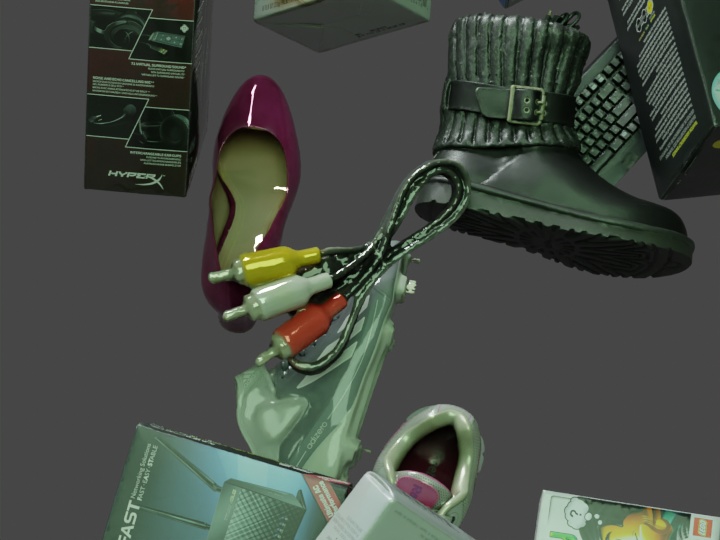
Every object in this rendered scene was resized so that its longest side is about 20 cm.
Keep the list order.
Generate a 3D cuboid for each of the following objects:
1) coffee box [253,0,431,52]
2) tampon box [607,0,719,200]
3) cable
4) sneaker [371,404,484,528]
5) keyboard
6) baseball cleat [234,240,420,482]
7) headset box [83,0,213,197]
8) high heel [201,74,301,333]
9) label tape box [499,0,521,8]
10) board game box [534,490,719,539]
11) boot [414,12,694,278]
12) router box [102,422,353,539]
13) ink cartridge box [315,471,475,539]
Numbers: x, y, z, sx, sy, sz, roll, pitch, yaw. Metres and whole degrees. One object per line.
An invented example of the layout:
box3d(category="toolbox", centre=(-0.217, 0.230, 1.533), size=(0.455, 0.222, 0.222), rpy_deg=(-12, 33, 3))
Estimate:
box3d(category="coffee box", centre=(-0.009, -0.276, 1.786), size=(0.114, 0.080, 0.201), rpy_deg=(-12, 67, 40))
box3d(category="tampon box", centre=(0.279, -0.171, 1.749), size=(0.149, 0.126, 0.201), rpy_deg=(-6, 69, -15))
box3d(category="cable", centre=(0.000, 0.000, 1.657), size=(0.200, 0.050, 0.097), rpy_deg=(-29, 90, -8))
box3d(category="sneaker", centre=(0.028, 0.172, 1.648), size=(0.081, 0.088, 0.201), rpy_deg=(17, 70, 5))
box3d(category="keyboard", centre=(0.154, -0.119, 1.796), size=(0.127, 0.021, 0.200), rpy_deg=(40, 73, 13))
box3d(category="baseball cleat", centre=(-0.029, 0.062, 1.699), size=(0.106, 0.070, 0.201), rpy_deg=(15, 69, 4))
box3d(category="headset box", centre=(-0.144, -0.171, 1.692), size=(0.077, 0.149, 0.201), rpy_deg=(6, 111, 0))
box3d(category="high heel", centre=(-0.077, -0.060, 1.729), size=(0.067, 0.096, 0.201), rpy_deg=(1, 70, -1))
box3d(category="label tape box", centre=(0.155, -0.310, 1.844), size=(0.200, 0.063, 0.144), rpy_deg=(-30, 72, -11))
box3d(category="board game box", centre=(0.171, 0.257, 1.647), size=(0.126, 0.035, 0.201), rpy_deg=(8, 70, 3))
box3d(category="boot", centre=(0.150, -0.092, 1.737), size=(0.210, 0.079, 0.158), rpy_deg=(16, 73, -1))
box3d(category="router box", centre=(-0.103, 0.216, 1.620), size=(0.149, 0.062, 0.201), rpy_deg=(16, 84, 6))
box3d(category="ink cartridge box", centre=(0.010, 0.254, 1.592), size=(0.162, 0.057, 0.200), rpy_deg=(36, 96, -29))
